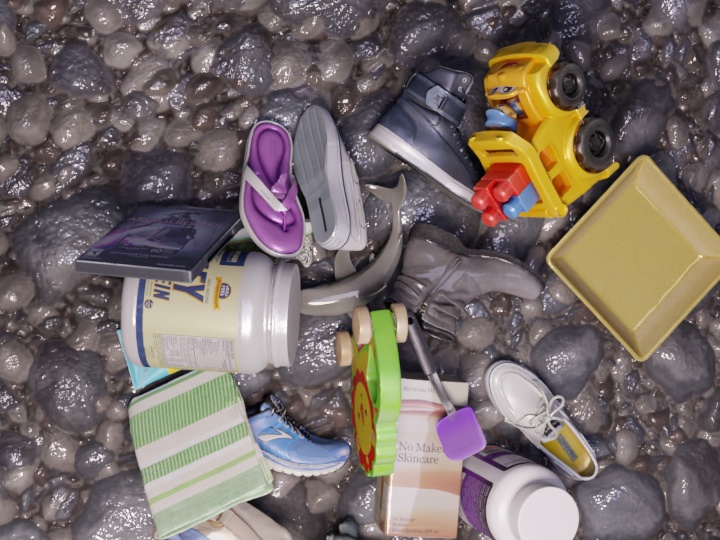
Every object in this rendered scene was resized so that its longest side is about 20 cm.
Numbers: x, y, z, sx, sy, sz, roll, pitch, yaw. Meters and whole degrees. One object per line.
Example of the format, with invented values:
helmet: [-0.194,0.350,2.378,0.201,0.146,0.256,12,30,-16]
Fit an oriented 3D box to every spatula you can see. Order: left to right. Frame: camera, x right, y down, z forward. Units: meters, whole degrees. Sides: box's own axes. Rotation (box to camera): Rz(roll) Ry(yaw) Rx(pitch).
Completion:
spatula: [0.096,0.143,1.632,0.056,0.021,0.202,-25,92,-10]

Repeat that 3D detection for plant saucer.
plant saucer: [0.372,-0.017,1.756,0.200,0.048,0.200,-45,98,-6]

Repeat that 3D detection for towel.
towel: [-0.201,0.214,1.599,0.151,0.023,0.201,-24,54,-2]

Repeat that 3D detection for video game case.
video game case: [-0.232,-0.036,1.548,0.141,0.200,0.019,5,114,13]

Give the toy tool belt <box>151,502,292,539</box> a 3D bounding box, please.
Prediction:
toy tool belt: [-0.193,0.331,1.625,0.199,0.125,0.124,34,77,-9]

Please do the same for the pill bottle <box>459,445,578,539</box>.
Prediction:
pill bottle: [0.197,0.294,1.651,0.110,0.200,0.113,-1,93,-16]

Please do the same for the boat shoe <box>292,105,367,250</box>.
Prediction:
boat shoe: [-0.036,-0.111,1.651,0.066,0.073,0.203,16,57,-42]

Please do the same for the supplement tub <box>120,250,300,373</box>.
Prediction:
supplement tub: [-0.177,0.048,1.566,0.197,0.145,0.147,3,92,4]

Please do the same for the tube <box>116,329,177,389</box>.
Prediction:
tube: [-0.203,0.084,1.655,0.197,0.050,0.078,-18,81,-5]

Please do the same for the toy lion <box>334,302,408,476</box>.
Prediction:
toy lion: [0.018,0.156,1.626,0.068,0.200,0.195,-4,74,-12]

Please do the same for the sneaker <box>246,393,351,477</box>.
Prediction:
sneaker: [-0.105,0.207,1.659,0.197,0.079,0.090,12,92,-11]

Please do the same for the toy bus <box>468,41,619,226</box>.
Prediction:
toy bus: [0.202,-0.157,1.638,0.192,0.135,0.201,-43,116,-24]

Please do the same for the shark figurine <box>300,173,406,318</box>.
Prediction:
shark figurine: [0.020,-0.007,1.668,0.128,0.089,0.215,39,83,-18]

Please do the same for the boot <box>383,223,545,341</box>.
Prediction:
boot: [0.133,0.035,1.684,0.197,0.070,0.133,19,68,-3]

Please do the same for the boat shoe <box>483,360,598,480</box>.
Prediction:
boat shoe: [0.243,0.202,1.719,0.074,0.086,0.203,-40,99,-7]

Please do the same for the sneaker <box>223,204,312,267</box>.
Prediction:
sneaker: [-0.144,-0.020,1.652,0.197,0.077,0.090,-11,109,-6]

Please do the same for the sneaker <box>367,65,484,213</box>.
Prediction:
sneaker: [0.130,-0.175,1.689,0.201,0.077,0.147,36,88,-9]

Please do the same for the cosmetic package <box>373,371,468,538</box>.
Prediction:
cosmetic package: [0.078,0.237,1.689,0.102,0.087,0.203,3,91,-10]

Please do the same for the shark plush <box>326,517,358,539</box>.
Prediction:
shark plush: [-0.011,0.358,1.636,0.082,0.200,0.092,15,77,21]

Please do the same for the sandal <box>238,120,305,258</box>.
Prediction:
sandal: [-0.110,-0.109,1.611,0.081,0.050,0.205,0,57,-18]
